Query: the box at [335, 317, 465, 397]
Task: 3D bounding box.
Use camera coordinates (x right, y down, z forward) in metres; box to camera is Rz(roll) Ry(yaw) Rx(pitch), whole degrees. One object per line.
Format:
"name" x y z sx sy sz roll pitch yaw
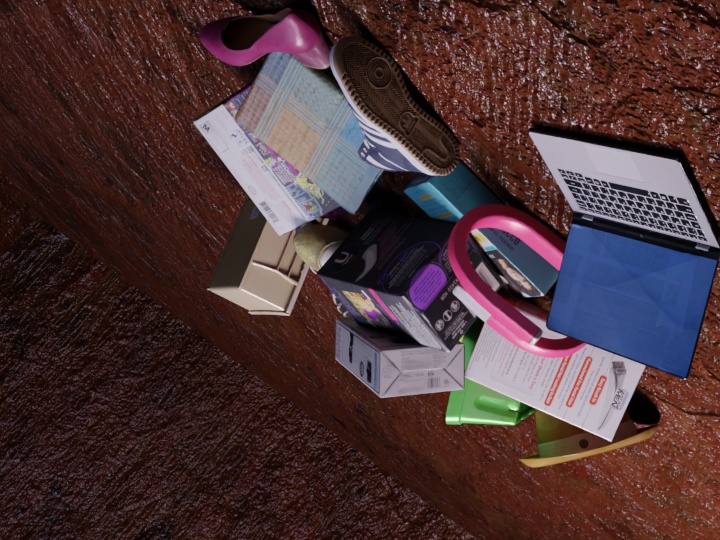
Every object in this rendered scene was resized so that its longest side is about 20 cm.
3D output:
"box" 0.047 0.107 1.480 0.200 0.116 0.060 -151 59 -71

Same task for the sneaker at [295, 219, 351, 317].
"sneaker" -0.030 -0.011 1.638 0.083 0.081 0.200 54 178 46

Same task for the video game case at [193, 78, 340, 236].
"video game case" -0.102 -0.157 1.495 0.181 0.036 0.200 -23 110 43

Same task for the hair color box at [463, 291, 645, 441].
"hair color box" 0.243 0.117 1.411 0.200 0.111 0.064 24 -165 11

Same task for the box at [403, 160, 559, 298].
"box" 0.149 -0.051 1.370 0.200 0.049 0.082 43 164 -12

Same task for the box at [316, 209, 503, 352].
"box" 0.059 0.009 1.417 0.106 0.122 0.200 51 161 -29

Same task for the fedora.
"fedora" 0.312 0.216 1.584 0.201 0.200 0.082 132 125 -74

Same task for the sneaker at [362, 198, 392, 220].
"sneaker" 0.045 -0.042 1.618 0.088 0.075 0.200 28 171 11

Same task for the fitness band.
"fitness band" 0.186 0.009 1.277 0.200 0.144 0.037 41 146 7

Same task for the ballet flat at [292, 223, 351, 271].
"ballet flat" 0.000 0.000 1.541 0.200 0.071 0.071 31 169 -23

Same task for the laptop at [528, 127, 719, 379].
"laptop" 0.243 -0.020 1.116 0.187 0.116 0.200 20 155 49

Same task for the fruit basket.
"fruit basket" 0.153 0.121 1.570 0.215 0.156 0.216 12 -172 -2

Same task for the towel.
"towel" -0.052 -0.177 1.409 0.200 0.022 0.147 39 133 1

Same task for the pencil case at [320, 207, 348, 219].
"pencil case" -0.074 -0.116 1.641 0.087 0.083 0.200 46 163 -20

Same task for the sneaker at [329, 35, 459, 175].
"sneaker" 0.016 -0.180 1.282 0.200 0.070 0.108 45 162 -27

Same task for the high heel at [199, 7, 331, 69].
"high heel" -0.125 -0.286 1.316 0.199 0.068 0.096 11 161 31

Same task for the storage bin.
"storage bin" -0.147 -0.037 1.827 0.094 0.199 0.200 26 169 -19

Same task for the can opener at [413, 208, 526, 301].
"can opener" 0.147 -0.009 1.522 0.200 0.053 0.067 45 -164 -19
